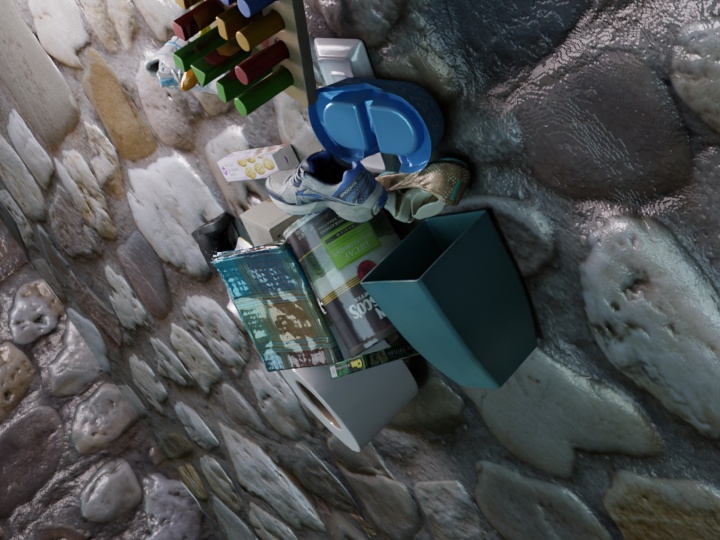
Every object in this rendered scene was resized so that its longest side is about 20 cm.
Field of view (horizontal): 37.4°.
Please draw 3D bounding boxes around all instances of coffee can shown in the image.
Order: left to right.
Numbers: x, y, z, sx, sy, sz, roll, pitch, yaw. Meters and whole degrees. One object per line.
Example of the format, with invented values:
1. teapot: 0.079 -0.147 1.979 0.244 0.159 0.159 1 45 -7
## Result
1. coffee can: 0.000 0.000 1.504 0.202 0.145 0.146 60 153 4

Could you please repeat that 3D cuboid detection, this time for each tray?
1. tray: -0.004 -0.213 1.427 0.107 0.022 0.202 16 134 50

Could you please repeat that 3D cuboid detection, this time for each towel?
1. towel: -0.119 0.056 1.530 0.145 0.022 0.202 -10 114 35

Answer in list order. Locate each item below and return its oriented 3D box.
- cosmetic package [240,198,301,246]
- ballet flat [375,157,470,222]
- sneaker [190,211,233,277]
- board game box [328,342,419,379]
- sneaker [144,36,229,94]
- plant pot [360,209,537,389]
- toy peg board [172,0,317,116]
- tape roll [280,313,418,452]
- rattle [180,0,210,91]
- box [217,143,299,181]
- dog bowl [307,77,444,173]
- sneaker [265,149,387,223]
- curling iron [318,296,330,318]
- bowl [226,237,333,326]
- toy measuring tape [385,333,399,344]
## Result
1. cosmetic package: -0.120 -0.050 1.691 0.106 0.071 0.200 65 167 -18
2. ballet flat: 0.068 -0.098 1.381 0.070 0.066 0.199 20 166 -24
3. sneaker: -0.264 -0.044 2.004 0.105 0.060 0.199 59 158 -7
4. board game box: 0.063 0.113 1.501 0.104 0.198 0.024 -21 83 60
5. sneaker: -0.270 -0.307 1.676 0.199 0.086 0.076 24 139 43
6. plant pot: 0.130 0.049 1.392 0.201 0.141 0.141 56 154 -18
7. toy peg board: -0.162 -0.304 1.316 0.199 0.098 0.201 37 152 31
8. tape roll: -0.021 0.173 1.727 0.203 0.139 0.203 43 166 14
9. rattle: -0.254 -0.381 1.517 0.201 0.142 0.130 58 172 -22
10. box: -0.166 -0.172 1.715 0.199 0.039 0.042 4 124 57
11. dog bowl: 0.022 -0.189 1.350 0.198 0.050 0.113 14 132 40
12. sneaker: -0.055 -0.124 1.408 0.198 0.077 0.086 7 143 39
13. curling iron: 0.033 0.062 1.588 0.197 0.026 0.050 13 101 5
14. bowl: -0.144 0.051 1.638 0.200 0.094 0.201 43 174 5
15. toy measuring tape: 0.016 0.027 1.623 0.073 0.073 0.202 -3 120 59
